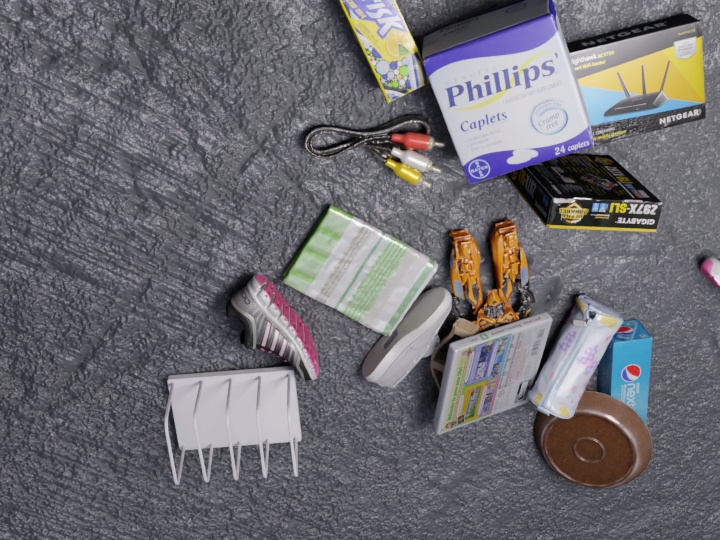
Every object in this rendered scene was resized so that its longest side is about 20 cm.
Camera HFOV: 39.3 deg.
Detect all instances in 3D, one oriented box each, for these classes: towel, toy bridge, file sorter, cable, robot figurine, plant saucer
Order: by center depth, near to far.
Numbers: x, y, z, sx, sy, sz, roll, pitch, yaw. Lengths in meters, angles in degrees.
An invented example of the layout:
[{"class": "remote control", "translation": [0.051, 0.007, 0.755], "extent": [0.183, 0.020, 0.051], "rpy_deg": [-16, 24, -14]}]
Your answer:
[{"class": "cable", "translation": [0.023, -0.183, 1.437], "extent": [0.200, 0.050, 0.097], "rpy_deg": [10, 114, -16]}, {"class": "towel", "translation": [0.000, 0.000, 1.544], "extent": [0.200, 0.031, 0.149], "rpy_deg": [29, 107, -19]}, {"class": "robot figurine", "translation": [0.200, 0.025, 1.568], "extent": [0.145, 0.058, 0.200], "rpy_deg": [-12, 118, -2]}, {"class": "file sorter", "translation": [-0.198, 0.246, 1.569], "extent": [0.200, 0.125, 0.139], "rpy_deg": [-4, 117, 0]}, {"class": "toy bridge", "translation": [0.146, 0.155, 1.624], "extent": [0.067, 0.027, 0.200], "rpy_deg": [24, 135, 23]}, {"class": "plant saucer", "translation": [0.388, 0.295, 1.699], "extent": [0.200, 0.034, 0.201], "rpy_deg": [10, 121, 18]}]

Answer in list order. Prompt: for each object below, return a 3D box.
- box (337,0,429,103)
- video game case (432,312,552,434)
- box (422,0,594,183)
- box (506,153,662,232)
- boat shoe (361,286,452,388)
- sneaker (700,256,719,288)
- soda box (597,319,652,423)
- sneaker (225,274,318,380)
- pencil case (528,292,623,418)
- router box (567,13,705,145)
[{"class": "box", "translation": [0.022, -0.333, 1.352], "extent": [0.070, 0.064, 0.200], "rpy_deg": [-26, 119, 5]}, {"class": "video game case", "translation": [0.208, 0.165, 1.604], "extent": [0.182, 0.022, 0.200], "rpy_deg": [-16, 136, -23]}, {"class": "box", "translation": [0.201, -0.247, 1.376], "extent": [0.184, 0.105, 0.200], "rpy_deg": [-16, 118, 18]}, {"class": "box", "translation": [0.313, -0.116, 1.435], "extent": [0.159, 0.200, 0.049], "rpy_deg": [3, 115, -11]}, {"class": "boat shoe", "translation": [0.086, 0.112, 1.588], "extent": [0.068, 0.072, 0.200], "rpy_deg": [30, 108, -26]}, {"class": "sneaker", "translation": [0.635, 0.008, 1.626], "extent": [0.200, 0.081, 0.088], "rpy_deg": [18, 112, -26]}, {"class": "soda box", "translation": [0.440, 0.185, 1.687], "extent": [0.068, 0.064, 0.200], "rpy_deg": [-8, 119, -5]}, {"class": "sneaker", "translation": [-0.137, 0.099, 1.546], "extent": [0.087, 0.074, 0.200], "rpy_deg": [-27, 119, 12]}, {"class": "pencil case", "translation": [0.345, 0.140, 1.622], "extent": [0.083, 0.091, 0.200], "rpy_deg": [26, 106, 6]}, {"class": "router box", "translation": [0.388, -0.270, 1.451], "extent": [0.200, 0.051, 0.149], "rpy_deg": [-14, 118, 0]}]
